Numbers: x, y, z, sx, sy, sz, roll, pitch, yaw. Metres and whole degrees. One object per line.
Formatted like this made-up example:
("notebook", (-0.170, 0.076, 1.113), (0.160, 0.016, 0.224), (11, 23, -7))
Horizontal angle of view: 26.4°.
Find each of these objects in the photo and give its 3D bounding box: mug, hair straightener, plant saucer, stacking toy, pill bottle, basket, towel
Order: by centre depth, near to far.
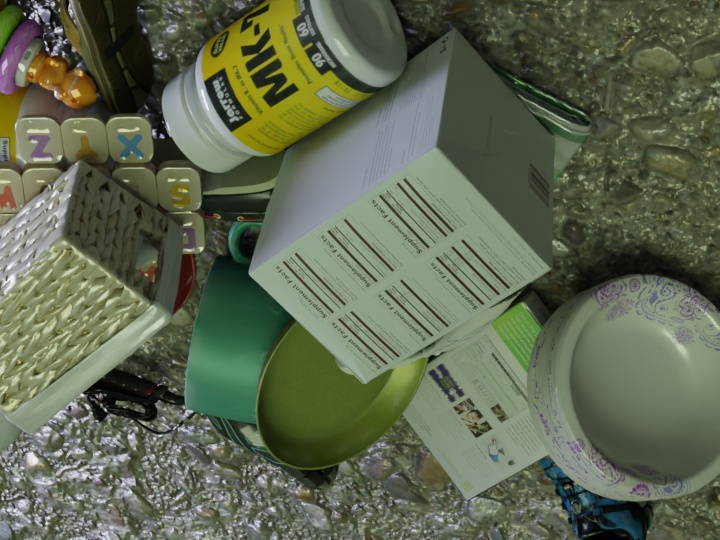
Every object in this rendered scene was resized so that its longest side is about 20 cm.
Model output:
("pill bottle", (-0.068, -0.168, 1.302), (0.199, 0.115, 0.114), (-29, 118, 32))
("stacking toy", (-0.319, -0.196, 1.341), (0.199, 0.110, 0.117), (25, 132, -1))
("basket", (-0.266, 0.021, 1.344), (0.200, 0.136, 0.123), (-38, 120, 24))
("towel", (0.098, -0.093, 1.376), (0.148, 0.031, 0.201), (27, 131, -7))
("pill bottle", (-0.329, -0.120, 1.415), (0.198, 0.113, 0.113), (3, 130, 12))
("plant saucer", (-0.021, 0.093, 1.434), (0.031, 0.199, 0.201), (37, 147, 42))
("mug", (-0.096, 0.059, 1.476), (0.113, 0.153, 0.186), (12, 131, 2))
("hair straightener", (-0.267, 0.129, 1.650), (0.198, 0.041, 0.077), (14, 132, 7))

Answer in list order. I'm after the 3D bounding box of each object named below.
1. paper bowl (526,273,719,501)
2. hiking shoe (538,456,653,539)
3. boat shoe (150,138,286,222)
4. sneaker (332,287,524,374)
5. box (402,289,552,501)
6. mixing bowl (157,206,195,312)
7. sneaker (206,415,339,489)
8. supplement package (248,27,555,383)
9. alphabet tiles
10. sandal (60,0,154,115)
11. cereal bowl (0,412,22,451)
("paper bowl", (0.247, 0.110, 1.405), (0.200, 0.202, 0.104), (31, 159, -12))
("hiking shoe", (0.236, 0.227, 1.570), (0.074, 0.087, 0.200), (-28, 117, 33))
("boat shoe", (-0.152, -0.079, 1.426), (0.199, 0.074, 0.063), (3, 142, 20))
("sneaker", (0.065, 0.053, 1.410), (0.199, 0.075, 0.087), (-22, 152, -19))
("box", (0.138, 0.127, 1.518), (0.200, 0.036, 0.145), (-35, 93, 37))
("mixing bowl", (-0.273, 0.016, 1.518), (0.198, 0.109, 0.201), (8, 132, 9))
("sneaker", (-0.103, 0.159, 1.628), (0.200, 0.076, 0.079), (47, 139, -16))
("supplement package", (0.041, -0.053, 1.268), (0.199, 0.192, 0.147), (-33, 115, 28))
("alphabet tiles", (-0.240, -0.055, 1.378), (0.198, 0.015, 0.197), (-1, 130, -2))
("sandal", (-0.229, -0.221, 1.338), (0.054, 0.080, 0.201), (21, 140, 26))
("cereal bowl", (-0.383, 0.088, 1.574), (0.083, 0.201, 0.201), (-14, 134, -19))
